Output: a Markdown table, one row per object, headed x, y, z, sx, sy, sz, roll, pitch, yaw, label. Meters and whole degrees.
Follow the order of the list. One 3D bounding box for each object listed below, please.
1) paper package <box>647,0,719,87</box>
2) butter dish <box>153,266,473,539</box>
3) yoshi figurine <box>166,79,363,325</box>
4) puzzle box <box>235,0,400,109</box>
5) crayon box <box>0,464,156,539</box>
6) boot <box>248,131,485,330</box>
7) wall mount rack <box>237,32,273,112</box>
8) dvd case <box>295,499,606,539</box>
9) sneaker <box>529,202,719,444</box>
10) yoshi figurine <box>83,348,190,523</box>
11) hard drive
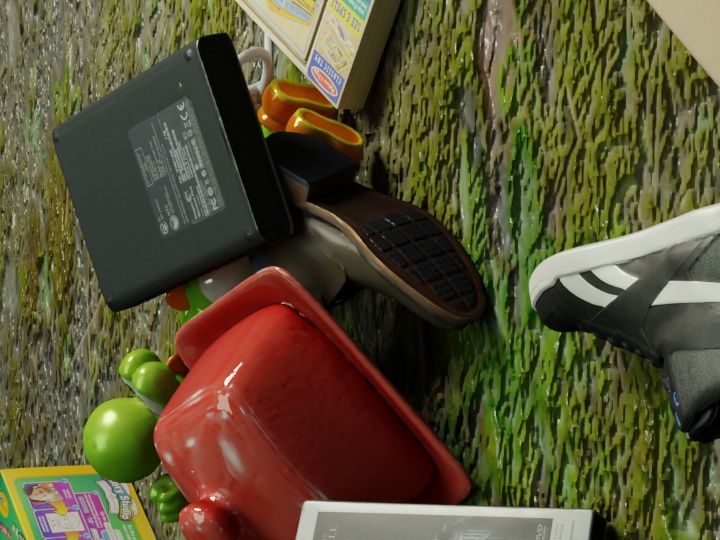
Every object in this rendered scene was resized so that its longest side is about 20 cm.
| x | y | z | sx | sy | sz | roll | pitch | yaw | label |
| --- | --- | --- | --- | --- | --- | --- | --- | --- | --- |
| 0.212 | -0.188 | 0.934 | 0.191 | 0.103 | 0.201 | 59 | 140 | 44 | paper package |
| -0.061 | 0.127 | 1.343 | 0.200 | 0.148 | 0.199 | 48 | 149 | -6 | butter dish |
| -0.057 | -0.026 | 1.473 | 0.112 | 0.112 | 0.201 | 34 | 112 | 14 | yoshi figurine |
| -0.039 | -0.223 | 1.456 | 0.200 | 0.025 | 0.134 | 48 | 131 | 39 | puzzle box |
| -0.236 | 0.253 | 1.775 | 0.200 | 0.118 | 0.059 | 58 | 138 | 46 | crayon box |
| 0.000 | 0.000 | 1.351 | 0.200 | 0.074 | 0.098 | 42 | 131 | 31 | boot |
| -0.107 | -0.101 | 1.521 | 0.074 | 0.173 | 0.201 | 34 | 127 | 21 | wall mount rack |
| 0.039 | 0.210 | 1.195 | 0.198 | 0.025 | 0.152 | -2 | 64 | 31 | dvd case |
| 0.155 | 0.038 | 1.073 | 0.200 | 0.072 | 0.113 | -25 | 67 | 59 | sneaker |
| -0.138 | 0.141 | 1.504 | 0.111 | 0.201 | 0.113 | -3 | 50 | 28 | yoshi figurine |
| -0.134 | -0.062 | 1.403 | 0.199 | 0.033 | 0.141 | -22 | 86 | 49 | hard drive |
